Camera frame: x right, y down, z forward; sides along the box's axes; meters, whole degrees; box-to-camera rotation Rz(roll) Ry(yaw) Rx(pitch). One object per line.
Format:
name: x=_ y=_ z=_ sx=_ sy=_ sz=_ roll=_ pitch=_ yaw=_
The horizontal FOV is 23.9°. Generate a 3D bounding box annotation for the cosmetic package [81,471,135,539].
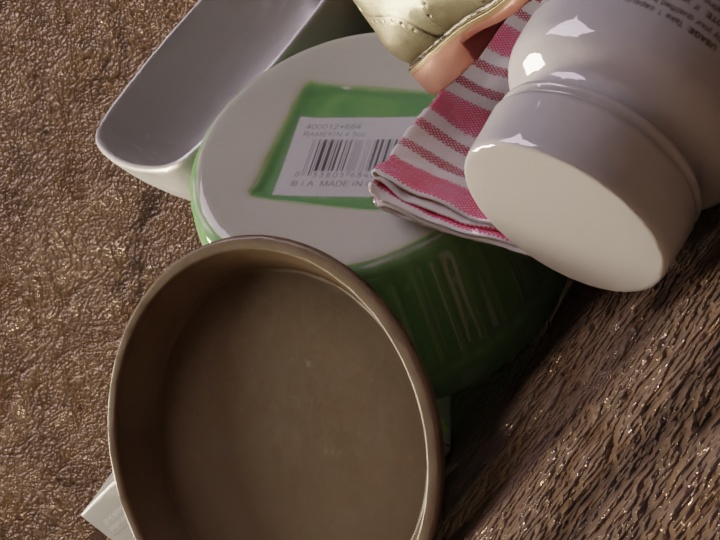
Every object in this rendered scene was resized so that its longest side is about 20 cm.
cosmetic package: x=-0.066 y=0.079 z=0.992 sx=0.107 sy=0.090 sz=0.200 roll=-43 pitch=9 yaw=48

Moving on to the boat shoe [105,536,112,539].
boat shoe: x=-0.089 y=0.138 z=1.054 sx=0.201 sy=0.063 sz=0.073 roll=-49 pitch=-17 yaw=-46

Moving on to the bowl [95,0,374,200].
bowl: x=-0.062 y=-0.120 z=1.059 sx=0.200 sy=0.075 sz=0.199 roll=-49 pitch=25 yaw=-8

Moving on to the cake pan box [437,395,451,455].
cake pan box: x=-0.023 y=0.134 z=0.984 sx=0.200 sy=0.052 sz=0.184 roll=-53 pitch=3 yaw=11

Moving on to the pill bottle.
pill bottle: x=0.133 y=-0.098 z=0.725 sx=0.201 sy=0.113 sz=0.113 roll=-56 pitch=6 yaw=-21

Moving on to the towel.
towel: x=0.109 y=-0.088 z=0.823 sx=0.201 sy=0.146 sz=0.030 roll=-56 pitch=-34 yaw=-29

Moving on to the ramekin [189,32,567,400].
ramekin: x=0.007 y=-0.034 z=0.899 sx=0.201 sy=0.199 sz=0.098 roll=-57 pitch=-34 yaw=-29

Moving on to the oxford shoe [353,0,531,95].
oxford shoe: x=0.053 y=-0.151 z=0.747 sx=0.071 sy=0.074 sz=0.200 roll=-55 pitch=6 yaw=-38

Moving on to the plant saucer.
plant saucer: x=-0.039 y=0.082 z=0.812 sx=0.029 sy=0.200 sz=0.200 roll=-9 pitch=-36 yaw=-54
